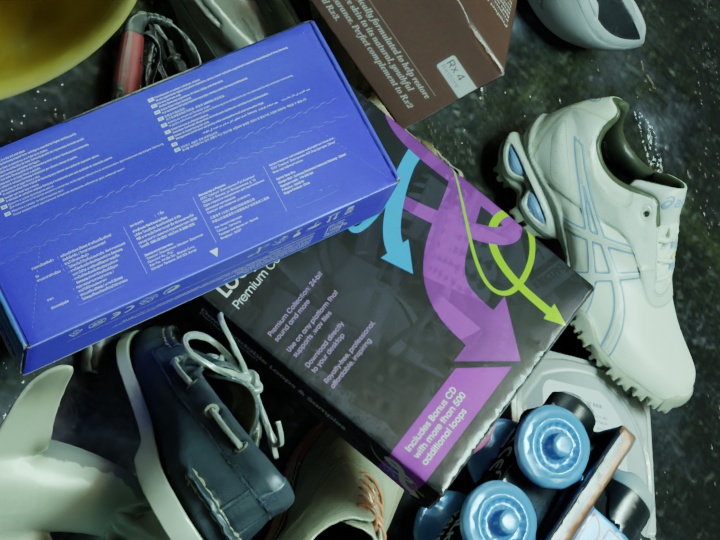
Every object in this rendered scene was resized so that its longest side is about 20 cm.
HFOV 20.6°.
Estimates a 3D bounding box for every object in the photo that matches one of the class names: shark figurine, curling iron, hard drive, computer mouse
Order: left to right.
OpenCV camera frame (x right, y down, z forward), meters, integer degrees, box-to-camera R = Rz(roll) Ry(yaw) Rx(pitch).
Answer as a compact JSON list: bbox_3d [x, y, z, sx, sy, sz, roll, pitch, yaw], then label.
[{"bbox_3d":[-0.129,0.112,0.912,0.214,0.089,0.129,30,91,-28],"label":"shark figurine"},{"bbox_3d":[-0.116,-0.042,1.002,0.049,0.025,0.202,26,61,-35],"label":"curling iron"},{"bbox_3d":[0.117,-0.201,1.256,0.044,0.109,0.200,-49,125,-13],"label":"computer mouse"},{"bbox_3d":[0.125,0.152,1.191,0.139,0.038,0.202,16,68,-42],"label":"hard drive"}]

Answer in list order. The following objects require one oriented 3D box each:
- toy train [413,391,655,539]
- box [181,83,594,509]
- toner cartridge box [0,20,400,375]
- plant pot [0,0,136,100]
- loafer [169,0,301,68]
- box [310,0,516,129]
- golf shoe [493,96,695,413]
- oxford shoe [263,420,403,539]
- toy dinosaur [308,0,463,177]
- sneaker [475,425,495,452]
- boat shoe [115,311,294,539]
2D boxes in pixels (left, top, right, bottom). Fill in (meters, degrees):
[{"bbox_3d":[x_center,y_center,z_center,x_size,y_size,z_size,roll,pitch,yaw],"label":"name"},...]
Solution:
[{"bbox_3d":[0.087,0.163,1.084,0.114,0.087,0.200,43,65,-11],"label":"toy train"},{"bbox_3d":[0.000,0.000,0.989,0.200,0.036,0.143,38,66,2],"label":"box"},{"bbox_3d":[-0.090,-0.037,0.937,0.199,0.043,0.096,-24,76,-20],"label":"toner cartridge box"},{"bbox_3d":[-0.200,-0.200,0.853,0.200,0.200,0.190,16,51,-42],"label":"plant pot"},{"bbox_3d":[-0.080,-0.171,1.047,0.070,0.069,0.201,-43,110,-44],"label":"loafer"},{"bbox_3d":[0.036,-0.174,1.117,0.100,0.075,0.200,54,23,-20],"label":"box"},{"bbox_3d":[0.166,-0.012,1.212,0.201,0.097,0.078,60,30,-2],"label":"golf shoe"},{"bbox_3d":[-0.006,0.134,1.029,0.071,0.074,0.201,49,47,-21],"label":"oxford shoe"},{"bbox_3d":[-0.011,-0.130,1.133,0.101,0.058,0.201,-1,66,-63],"label":"toy dinosaur"},{"bbox_3d":[-0.015,0.032,1.038,0.200,0.081,0.088,44,67,2],"label":"sneaker"},{"bbox_3d":[-0.072,0.069,0.911,0.075,0.062,0.200,60,0,-19],"label":"boat shoe"}]
